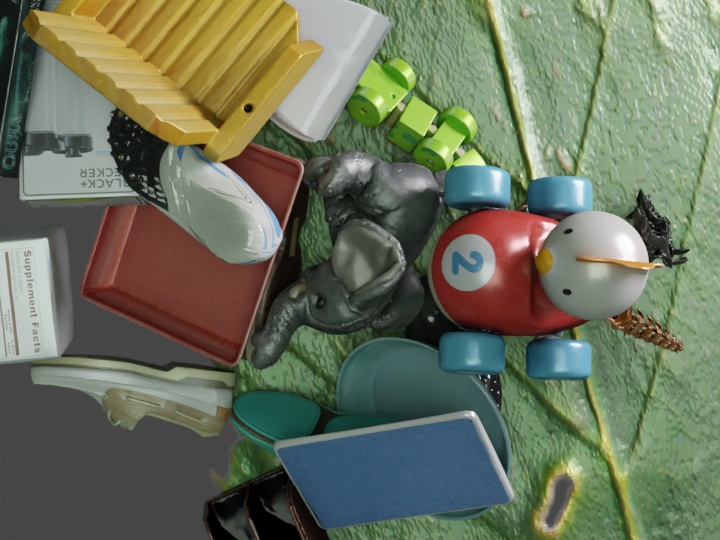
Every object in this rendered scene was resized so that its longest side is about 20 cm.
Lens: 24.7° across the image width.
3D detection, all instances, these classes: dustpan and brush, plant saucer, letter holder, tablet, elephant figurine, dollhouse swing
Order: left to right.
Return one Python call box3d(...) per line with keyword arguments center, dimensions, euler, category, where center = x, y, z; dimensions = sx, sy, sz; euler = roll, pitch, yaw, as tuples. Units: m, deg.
box3d(center=(-0.163, -0.213, 1.430), dimensions=(0.200, 0.176, 0.182), euler=(39, 86, 6), category="dollhouse swing")
box3d(center=(-0.155, -0.035, 1.559), dimensions=(0.199, 0.037, 0.201), euler=(22, 96, 28), category="plant saucer")
box3d(center=(-0.085, -0.219, 1.549), dimensions=(0.199, 0.057, 0.140), euler=(30, 85, 7), category="dustpan and brush")
box3d(center=(-0.069, 0.309, 1.586), dimensions=(0.100, 0.142, 0.201), euler=(-24, 97, 1), category="letter holder")
box3d(center=(0.000, 0.000, 1.534), dimensions=(0.141, 0.155, 0.201), euler=(16, 72, -35), category="elephant figurine")
box3d(center=(0.031, 0.187, 1.530), dimensions=(0.199, 0.014, 0.130), euler=(-11, 130, 19), category="tablet")
box3d(center=(0.066, 0.145, 1.580), dimensions=(0.199, 0.036, 0.201), euler=(20, 126, 29), category="plant saucer")

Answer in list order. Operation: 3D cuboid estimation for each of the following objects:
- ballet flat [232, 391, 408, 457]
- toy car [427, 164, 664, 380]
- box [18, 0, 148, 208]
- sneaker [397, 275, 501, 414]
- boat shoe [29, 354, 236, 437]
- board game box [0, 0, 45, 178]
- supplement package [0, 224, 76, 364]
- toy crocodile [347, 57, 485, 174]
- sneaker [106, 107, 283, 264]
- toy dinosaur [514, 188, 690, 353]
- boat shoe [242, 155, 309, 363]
box3d(center=(-0.034, 0.168, 1.592), dimensions=(0.199, 0.067, 0.071), euler=(7, 132, 26), category="ballet flat")
box3d(center=(0.173, -0.003, 1.436), dimensions=(0.176, 0.200, 0.185), euler=(6, 81, -25), category="toy car")
box3d(center=(-0.260, -0.161, 1.545), dimensions=(0.116, 0.060, 0.201), euler=(-1, 85, -1), category="box")
box3d(center=(0.084, 0.094, 1.608), dimensions=(0.090, 0.076, 0.201), euler=(-9, 102, 20), category="sneaker")
box3d(center=(-0.223, 0.120, 1.593), dimensions=(0.199, 0.075, 0.069), euler=(7, 91, -4), category="boat shoe")
box3d(center=(-0.350, -0.195, 1.531), dimensions=(0.028, 0.135, 0.201), euler=(4, 99, -45), category="board game box")
box3d(center=(-0.379, 0.027, 1.555), dimensions=(0.199, 0.117, 0.118), euler=(-5, 97, -2), category="supplement package")
box3d(center=(0.044, -0.143, 1.581), dimensions=(0.200, 0.062, 0.068), euler=(39, 55, -4), category="toy crocodile")
box3d(center=(-0.152, -0.078, 1.488), dimensions=(0.200, 0.072, 0.072), euler=(44, 103, 12), category="sneaker")
box3d(center=(0.242, -0.005, 1.600), dimensions=(0.136, 0.102, 0.200), euler=(-42, 115, 18), category="toy dinosaur")
box3d(center=(-0.101, -0.013, 1.591), dimensions=(0.075, 0.075, 0.203), euler=(12, 94, 24), category="boat shoe")
